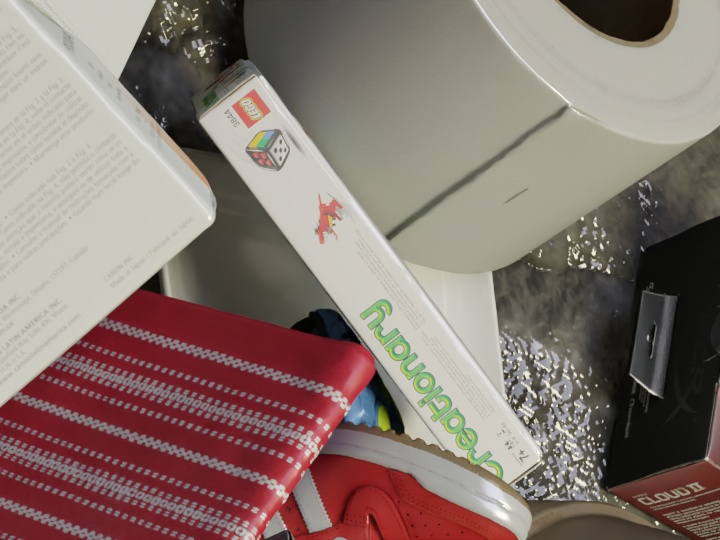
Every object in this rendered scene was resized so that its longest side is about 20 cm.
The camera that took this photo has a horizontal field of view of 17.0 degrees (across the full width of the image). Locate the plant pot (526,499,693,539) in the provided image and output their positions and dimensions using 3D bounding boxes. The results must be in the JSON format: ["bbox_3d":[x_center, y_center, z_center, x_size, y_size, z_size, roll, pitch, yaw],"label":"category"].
[{"bbox_3d":[0.138,0.198,1.060,0.199,0.173,0.201,7,80,-41],"label":"plant pot"}]

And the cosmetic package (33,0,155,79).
[{"bbox_3d":[-0.150,-0.111,0.983,0.081,0.112,0.201,51,49,-35],"label":"cosmetic package"}]

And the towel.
[{"bbox_3d":[-0.098,0.088,0.882,0.200,0.144,0.023,-55,141,-29],"label":"towel"}]

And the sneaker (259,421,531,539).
[{"bbox_3d":[-0.040,0.114,0.914,0.071,0.199,0.113,67,36,-53],"label":"sneaker"}]

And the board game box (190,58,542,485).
[{"bbox_3d":[0.000,0.000,1.037,0.035,0.126,0.200,-37,99,0],"label":"board game box"}]

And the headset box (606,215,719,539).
[{"bbox_3d":[0.217,0.074,1.258,0.200,0.075,0.149,30,56,-29],"label":"headset box"}]

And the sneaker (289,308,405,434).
[{"bbox_3d":[-0.024,0.098,1.007,0.071,0.082,0.200,58,25,-48],"label":"sneaker"}]

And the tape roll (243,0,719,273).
[{"bbox_3d":[0.064,-0.118,1.137,0.202,0.139,0.204,24,49,-31],"label":"tape roll"}]

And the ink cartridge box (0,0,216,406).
[{"bbox_3d":[-0.175,-0.043,0.868,0.200,0.162,0.050,48,7,-15],"label":"ink cartridge box"}]

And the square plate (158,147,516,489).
[{"bbox_3d":[-0.013,0.052,1.103,0.197,0.028,0.201,8,69,-39],"label":"square plate"}]

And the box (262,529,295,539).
[{"bbox_3d":[-0.051,0.213,0.896,0.201,0.158,0.048,61,3,-27],"label":"box"}]
